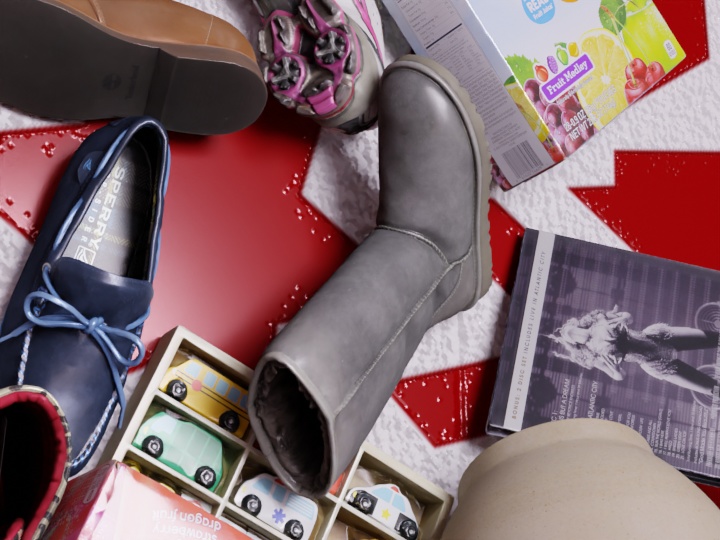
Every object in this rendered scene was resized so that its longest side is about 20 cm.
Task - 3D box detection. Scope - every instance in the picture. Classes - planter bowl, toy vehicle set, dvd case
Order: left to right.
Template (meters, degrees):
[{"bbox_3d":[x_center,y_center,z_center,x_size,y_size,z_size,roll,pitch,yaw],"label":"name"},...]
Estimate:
[{"bbox_3d":[-0.050,0.135,0.852,0.199,0.026,0.125,33,62,-19],"label":"toy vehicle set"},{"bbox_3d":[0.124,0.170,0.862,0.198,0.201,0.136,14,45,-26],"label":"planter bowl"},{"bbox_3d":[0.187,0.058,0.954,0.198,0.016,0.150,13,57,3],"label":"dvd case"}]

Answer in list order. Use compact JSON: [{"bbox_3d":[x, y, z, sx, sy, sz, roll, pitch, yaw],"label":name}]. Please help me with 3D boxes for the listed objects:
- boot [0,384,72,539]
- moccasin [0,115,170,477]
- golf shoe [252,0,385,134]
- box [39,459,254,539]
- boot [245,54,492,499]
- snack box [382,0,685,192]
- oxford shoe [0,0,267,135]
[{"bbox_3d":[-0.207,0.134,0.679,0.073,0.153,0.205,35,71,-20],"label":"boot"},{"bbox_3d":[-0.147,0.008,0.806,0.080,0.068,0.202,15,72,-26],"label":"moccasin"},{"bbox_3d":[-0.033,-0.175,0.935,0.092,0.072,0.202,20,53,-63],"label":"golf shoe"},{"bbox_3d":[-0.125,0.165,0.697,0.099,0.200,0.096,34,60,-18],"label":"box"},{"bbox_3d":[0.001,-0.001,0.852,0.200,0.072,0.184,-38,123,-41],"label":"boot"},{"bbox_3d":[0.103,-0.179,0.995,0.168,0.067,0.201,-39,96,-41],"label":"snack box"},{"bbox_3d":[-0.152,-0.129,0.856,0.198,0.072,0.072,12,42,-26],"label":"oxford shoe"}]
